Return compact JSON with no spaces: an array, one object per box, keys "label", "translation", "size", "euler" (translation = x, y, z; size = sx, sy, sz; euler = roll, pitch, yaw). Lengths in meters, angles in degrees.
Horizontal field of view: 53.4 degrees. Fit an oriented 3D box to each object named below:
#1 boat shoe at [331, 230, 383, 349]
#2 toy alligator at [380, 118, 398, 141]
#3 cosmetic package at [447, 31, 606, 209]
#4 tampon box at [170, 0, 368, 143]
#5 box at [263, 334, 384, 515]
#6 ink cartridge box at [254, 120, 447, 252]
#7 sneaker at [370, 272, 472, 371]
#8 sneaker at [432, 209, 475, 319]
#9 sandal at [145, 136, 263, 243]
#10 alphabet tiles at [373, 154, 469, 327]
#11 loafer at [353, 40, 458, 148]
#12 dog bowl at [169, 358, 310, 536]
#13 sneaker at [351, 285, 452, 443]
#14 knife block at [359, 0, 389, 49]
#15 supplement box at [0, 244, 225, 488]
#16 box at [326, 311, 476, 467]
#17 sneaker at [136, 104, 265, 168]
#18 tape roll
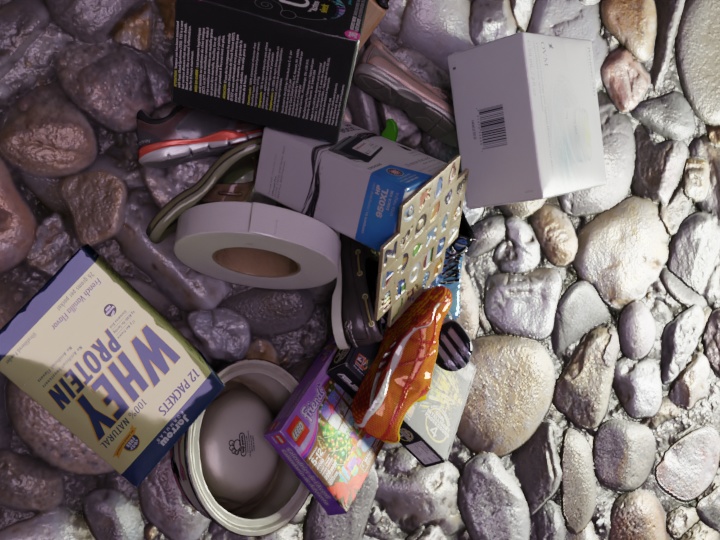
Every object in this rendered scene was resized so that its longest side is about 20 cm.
[{"label":"boat shoe","translation":[0.000,0.000,0.908],"size":[0.059,0.072,0.207],"euler":[-7,62,13]},{"label":"toy alligator","translation":[0.029,-0.101,0.977],"size":[0.053,0.059,0.206],"euler":[2,104,21]},{"label":"cosmetic package","translation":[0.233,-0.201,0.974],"size":[0.197,0.121,0.206],"euler":[-15,99,-47]},{"label":"tampon box","translation":[-0.100,-0.258,0.820],"size":[0.194,0.152,0.128],"euler":[13,129,-5]},{"label":"box","translation":[-0.024,0.186,0.920],"size":[0.138,0.039,0.201],"euler":[52,44,-16]},{"label":"ink cartridge box","translation":[-0.007,-0.110,0.856],"size":[0.144,0.196,0.086],"euler":[-29,140,-56]},{"label":"sneaker","translation":[0.078,0.049,0.956],"size":[0.073,0.088,0.203],"euler":[-32,75,3]},{"label":"sneaker","translation":[0.113,-0.027,0.978],"size":[0.077,0.089,0.206],"euler":[-13,101,-34]},{"label":"sandal","translation":[-0.172,-0.091,0.881],"size":[0.200,0.080,0.058],"euler":[-40,87,-5]},{"label":"alphabet tiles","translation":[0.073,-0.034,0.837],"size":[0.200,0.006,0.170],"euler":[-42,147,-42]},{"label":"loafer","translation":[0.085,-0.242,0.983],"size":[0.197,0.072,0.064],"euler":[29,75,-17]},{"label":"dog bowl","translation":[-0.144,0.214,0.872],"size":[0.197,0.073,0.206],"euler":[16,68,-42]},{"label":"sneaker","translation":[0.060,0.112,0.877],"size":[0.076,0.073,0.203],"euler":[35,78,-23]},{"label":"knife block","translation":[-0.008,-0.322,0.884],"size":[0.063,0.175,0.204],"euler":[31,82,-17]},{"label":"supplement box","translation":[-0.275,0.092,0.785],"size":[0.135,0.199,0.200],"euler":[-47,107,-11]},{"label":"box","translation":[0.061,0.135,0.961],"size":[0.200,0.049,0.163],"euler":[45,45,-17]},{"label":"sneaker","translation":[-0.181,-0.186,0.879],"size":[0.195,0.077,0.084],"euler":[-15,91,-20]},{"label":"tape roll","translation":[-0.119,-0.025,0.839],"size":[0.197,0.202,0.038],"euler":[13,70,-20]}]
